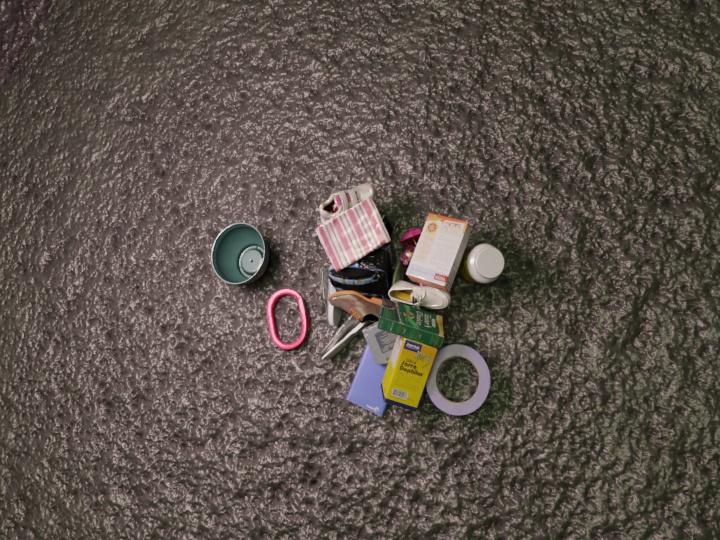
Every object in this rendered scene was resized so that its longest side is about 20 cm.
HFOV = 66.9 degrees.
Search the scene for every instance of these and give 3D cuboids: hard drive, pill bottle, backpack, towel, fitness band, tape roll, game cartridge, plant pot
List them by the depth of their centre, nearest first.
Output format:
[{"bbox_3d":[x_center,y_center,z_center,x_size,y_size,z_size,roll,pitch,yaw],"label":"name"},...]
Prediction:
[{"bbox_3d":[-0.020,-0.107,1.623,0.195,0.030,0.150,-29,96,0],"label":"towel"},{"bbox_3d":[0.362,-0.020,1.628,0.108,0.200,0.117,0,88,-2],"label":"pill bottle"},{"bbox_3d":[0.294,0.330,1.643,0.192,0.085,0.209,-3,78,14],"label":"tape roll"},{"bbox_3d":[0.117,0.204,1.690,0.194,0.042,0.137,-24,100,4],"label":"game cartridge"},{"bbox_3d":[0.000,0.000,1.728,0.192,0.184,0.139,3,61,11],"label":"backpack"},{"bbox_3d":[0.048,0.339,1.731,0.128,0.025,0.206,20,84,16],"label":"hard drive"},{"bbox_3d":[-0.244,0.163,1.836,0.139,0.037,0.208,-16,74,13],"label":"fitness band"},{"bbox_3d":[-0.391,-0.043,1.861,0.192,0.134,0.209,-3,77,13],"label":"plant pot"}]

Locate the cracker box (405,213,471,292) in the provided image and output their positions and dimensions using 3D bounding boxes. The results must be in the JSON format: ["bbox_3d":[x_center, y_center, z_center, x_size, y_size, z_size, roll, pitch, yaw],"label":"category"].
[{"bbox_3d":[0.231,-0.054,1.598,0.130,0.058,0.206,16,76,31],"label":"cracker box"}]

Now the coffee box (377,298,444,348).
[{"bbox_3d":[0.149,0.152,1.603,0.193,0.124,0.045,18,115,0],"label":"coffee box"}]

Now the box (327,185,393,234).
[{"bbox_3d":[-0.004,-0.168,1.777,0.196,0.164,0.088,31,87,18],"label":"box"}]

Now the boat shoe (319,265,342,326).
[{"bbox_3d":[-0.102,0.086,1.806,0.068,0.072,0.208,-9,68,22],"label":"boat shoe"}]

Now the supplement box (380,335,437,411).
[{"bbox_3d":[0.143,0.293,1.630,0.106,0.109,0.207,16,103,-6],"label":"supplement box"}]

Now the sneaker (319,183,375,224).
[{"bbox_3d":[-0.043,-0.204,1.662,0.196,0.088,0.083,-31,74,6],"label":"sneaker"}]

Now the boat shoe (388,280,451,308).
[{"bbox_3d":[0.173,0.079,1.633,0.194,0.069,0.074,14,117,28],"label":"boat shoe"}]

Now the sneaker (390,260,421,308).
[{"bbox_3d":[0.148,0.077,1.746,0.102,0.075,0.208,6,81,3],"label":"sneaker"}]

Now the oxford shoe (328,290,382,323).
[{"bbox_3d":[-0.011,0.119,1.720,0.192,0.072,0.075,11,54,0],"label":"oxford shoe"}]

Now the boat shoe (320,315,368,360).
[{"bbox_3d":[-0.060,0.208,1.764,0.198,0.076,0.061,-40,73,-10],"label":"boat shoe"}]

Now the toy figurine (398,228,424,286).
[{"bbox_3d":[0.194,-0.041,1.720,0.182,0.150,0.204,35,93,23],"label":"toy figurine"}]
